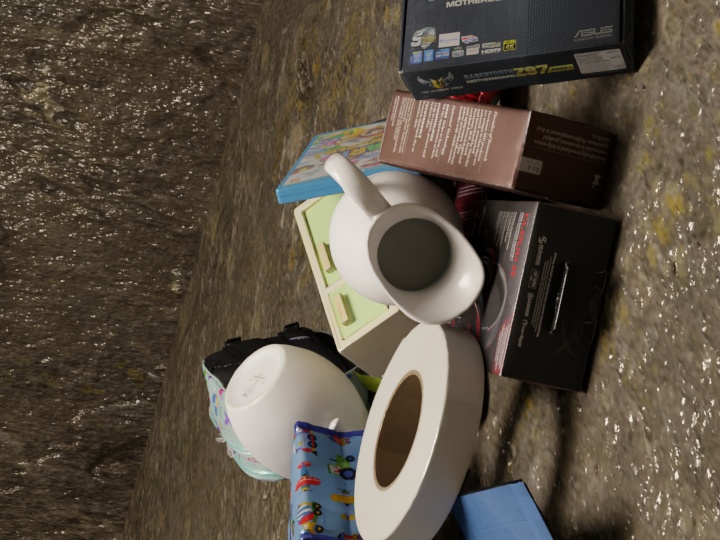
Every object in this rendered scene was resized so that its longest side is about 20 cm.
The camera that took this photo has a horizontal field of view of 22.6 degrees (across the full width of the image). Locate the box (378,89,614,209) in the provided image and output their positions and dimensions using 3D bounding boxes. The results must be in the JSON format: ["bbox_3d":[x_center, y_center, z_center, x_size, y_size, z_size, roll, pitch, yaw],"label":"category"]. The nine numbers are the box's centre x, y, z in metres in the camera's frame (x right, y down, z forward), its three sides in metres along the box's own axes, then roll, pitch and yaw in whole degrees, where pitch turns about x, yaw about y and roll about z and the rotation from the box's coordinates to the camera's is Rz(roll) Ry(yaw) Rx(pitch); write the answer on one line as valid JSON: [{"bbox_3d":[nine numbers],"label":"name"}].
[{"bbox_3d":[0.115,-0.107,1.576,0.200,0.100,0.075,19,97,53],"label":"box"}]

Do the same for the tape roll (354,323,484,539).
[{"bbox_3d":[0.048,0.141,1.548,0.203,0.037,0.203,-163,90,-75],"label":"tape roll"}]

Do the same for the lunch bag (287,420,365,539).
[{"bbox_3d":[-0.033,0.268,1.699,0.151,0.094,0.200,-97,17,-51],"label":"lunch bag"}]

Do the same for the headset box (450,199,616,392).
[{"bbox_3d":[0.145,0.018,1.536,0.200,0.075,0.149,-164,86,-77],"label":"headset box"}]

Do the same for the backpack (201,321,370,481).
[{"bbox_3d":[-0.077,0.148,2.004,0.200,0.177,0.151,-164,63,-73],"label":"backpack"}]

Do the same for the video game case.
[{"bbox_3d":[0.004,-0.115,1.804,0.200,0.143,0.018,-64,-38,-68],"label":"video game case"}]

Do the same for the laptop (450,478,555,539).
[{"bbox_3d":[0.099,0.283,1.388,0.200,0.116,0.187,-62,7,-17],"label":"laptop"}]

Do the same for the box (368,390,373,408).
[{"bbox_3d":[0.025,0.183,1.994,0.110,0.035,0.200,124,154,-60],"label":"box"}]

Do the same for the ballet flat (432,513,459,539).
[{"bbox_3d":[0.071,0.297,1.669,0.200,0.046,0.067,-95,20,-52],"label":"ballet flat"}]

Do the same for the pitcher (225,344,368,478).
[{"bbox_3d":[-0.026,0.167,1.809,0.172,0.200,0.121,3,55,56],"label":"pitcher"}]

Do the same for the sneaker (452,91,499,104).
[{"bbox_3d":[0.108,-0.197,1.787,0.116,0.078,0.200,-65,-3,32],"label":"sneaker"}]

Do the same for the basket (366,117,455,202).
[{"bbox_3d":[0.044,-0.032,1.901,0.200,0.136,0.180,-99,13,-48],"label":"basket"}]

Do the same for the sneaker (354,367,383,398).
[{"bbox_3d":[0.069,0.127,1.799,0.081,0.074,0.200,64,162,-17],"label":"sneaker"}]

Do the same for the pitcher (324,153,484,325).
[{"bbox_3d":[0.022,-0.043,1.595,0.121,0.172,0.200,-38,12,0],"label":"pitcher"}]

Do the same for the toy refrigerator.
[{"bbox_3d":[0.000,0.000,1.766,0.076,0.070,0.200,-35,46,17],"label":"toy refrigerator"}]

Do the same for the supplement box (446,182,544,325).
[{"bbox_3d":[0.121,-0.016,1.703,0.109,0.061,0.200,178,105,-77],"label":"supplement box"}]

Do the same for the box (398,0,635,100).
[{"bbox_3d":[0.137,-0.235,1.555,0.051,0.200,0.158,55,-144,-55],"label":"box"}]
